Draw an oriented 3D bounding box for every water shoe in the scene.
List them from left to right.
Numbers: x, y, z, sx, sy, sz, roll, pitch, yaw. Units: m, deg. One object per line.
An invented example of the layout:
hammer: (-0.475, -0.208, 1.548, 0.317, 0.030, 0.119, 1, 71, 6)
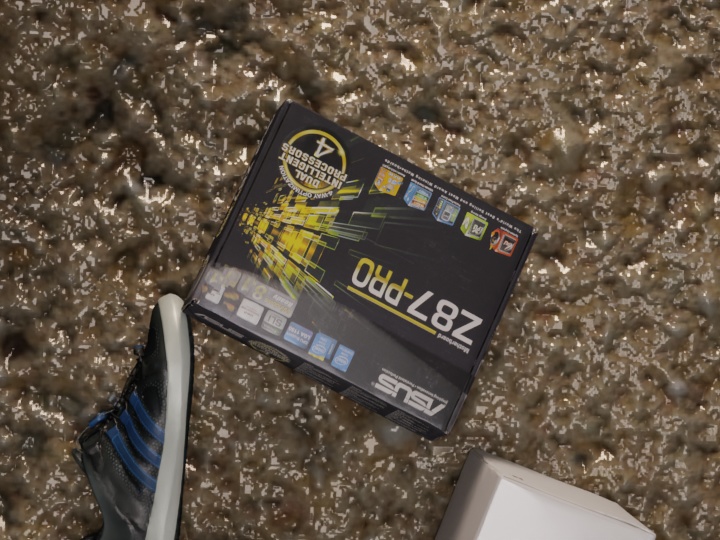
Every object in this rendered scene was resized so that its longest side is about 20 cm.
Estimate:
water shoe: (-0.156, 0.114, 1.646, 0.079, 0.072, 0.201, 5, 92, -3)

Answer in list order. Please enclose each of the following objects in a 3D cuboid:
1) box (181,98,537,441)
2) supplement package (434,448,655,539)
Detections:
box: (0.000, 0.000, 1.649, 0.199, 0.049, 0.162, 28, 74, -9)
supplement package: (0.102, 0.242, 1.663, 0.119, 0.121, 0.201, 21, 92, -8)
